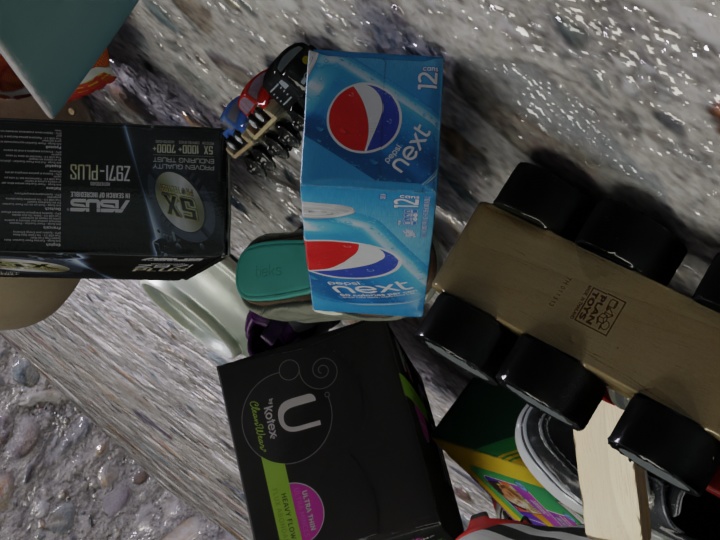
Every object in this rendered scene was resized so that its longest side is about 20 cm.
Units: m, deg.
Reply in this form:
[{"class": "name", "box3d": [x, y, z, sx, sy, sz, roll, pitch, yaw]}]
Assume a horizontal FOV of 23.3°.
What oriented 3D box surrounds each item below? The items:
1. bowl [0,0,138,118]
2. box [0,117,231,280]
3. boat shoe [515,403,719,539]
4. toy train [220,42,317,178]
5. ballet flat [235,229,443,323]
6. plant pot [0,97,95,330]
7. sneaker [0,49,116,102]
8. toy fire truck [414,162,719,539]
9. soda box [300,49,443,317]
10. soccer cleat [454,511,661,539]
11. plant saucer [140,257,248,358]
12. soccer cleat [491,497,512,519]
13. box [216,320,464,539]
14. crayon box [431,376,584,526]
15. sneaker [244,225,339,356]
[{"class": "bowl", "box3d": [-0.148, -0.176, 0.728, 0.201, 0.105, 0.201, 53, 175, 7]}, {"class": "box", "box3d": [-0.196, -0.044, 1.156, 0.198, 0.087, 0.164, 2, 174, -16]}, {"class": "boat shoe", "box3d": [0.175, 0.121, 0.969, 0.199, 0.072, 0.068, 31, 167, 19]}, {"class": "toy train", "box3d": [-0.046, -0.087, 0.954, 0.046, 0.034, 0.200, 43, 166, -5]}, {"class": "ballet flat", "box3d": [0.000, 0.000, 1.063, 0.063, 0.068, 0.199, 12, 171, -37]}, {"class": "plant pot", "box3d": [-0.268, -0.076, 1.307, 0.200, 0.201, 0.134, 41, 129, -9]}, {"class": "sneaker", "box3d": [-0.206, -0.152, 1.128, 0.200, 0.073, 0.078, 11, 122, 64]}, {"class": "toy fire truck", "box3d": [0.136, 0.065, 0.827, 0.175, 0.129, 0.200, 27, 174, 38]}, {"class": "soda box", "box3d": [0.005, -0.037, 0.865, 0.064, 0.068, 0.200, 3, 163, 2]}, {"class": "soccer cleat", "box3d": [0.147, 0.176, 1.019, 0.198, 0.085, 0.069, -6, 122, 8]}, {"class": "plant saucer", "box3d": [-0.135, 0.024, 1.507, 0.200, 0.050, 0.200, 37, 167, 10]}, {"class": "soccer cleat", "box3d": [0.164, 0.210, 1.312, 0.200, 0.068, 0.073, 49, -169, -27]}, {"class": "box", "box3d": [-0.007, 0.137, 1.215, 0.200, 0.123, 0.150, 60, -166, -72]}, {"class": "crayon box", "box3d": [0.165, 0.162, 1.157, 0.200, 0.058, 0.172, 45, 164, -22]}, {"class": "sneaker", "box3d": [-0.059, 0.030, 1.244, 0.074, 0.088, 0.200, 38, 166, 3]}]
